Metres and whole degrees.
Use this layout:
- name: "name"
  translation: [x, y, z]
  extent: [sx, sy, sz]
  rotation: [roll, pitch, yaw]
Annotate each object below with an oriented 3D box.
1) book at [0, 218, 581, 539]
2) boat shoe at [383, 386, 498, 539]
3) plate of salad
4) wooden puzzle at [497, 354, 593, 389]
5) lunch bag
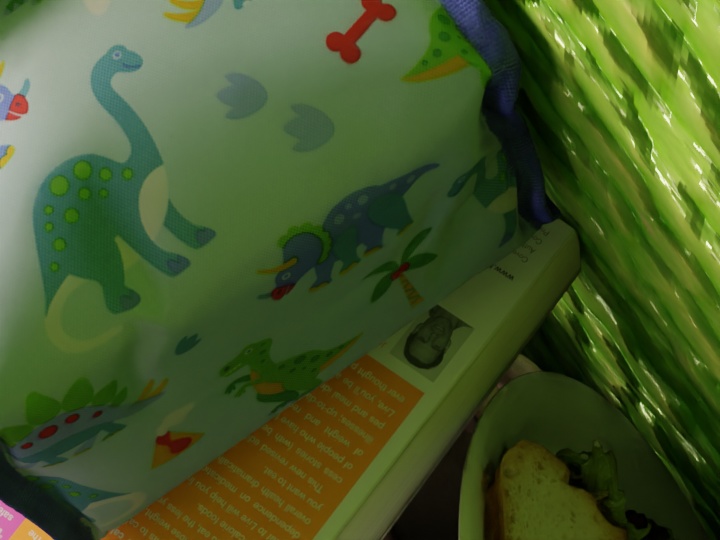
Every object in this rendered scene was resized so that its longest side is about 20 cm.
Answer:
- name: "book"
  translation: [-0.048, 0.035, 0.638]
  extent: [0.133, 0.200, 0.048]
  rotation: [34, 168, 20]
- name: "boat shoe"
  translation: [0.041, 0.097, 0.713]
  extent: [0.201, 0.072, 0.072]
  rotation: [63, -166, 6]
- name: "plate of salad"
  translation: [0.090, 0.122, 0.654]
  extent: [0.200, 0.048, 0.201]
  rotation: [43, -145, -40]
- name: "wooden puzzle"
  translation: [0.101, 0.104, 0.836]
  extent: [0.200, 0.037, 0.185]
  rotation: [52, 175, 1]
- name: "lunch bag"
  translation: [-0.070, -0.059, 0.592]
  extent: [0.201, 0.169, 0.128]
  rotation: [56, 176, 26]
